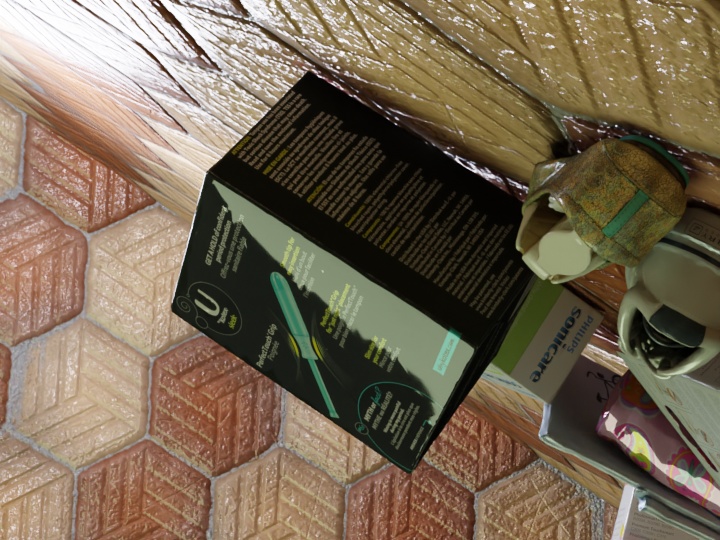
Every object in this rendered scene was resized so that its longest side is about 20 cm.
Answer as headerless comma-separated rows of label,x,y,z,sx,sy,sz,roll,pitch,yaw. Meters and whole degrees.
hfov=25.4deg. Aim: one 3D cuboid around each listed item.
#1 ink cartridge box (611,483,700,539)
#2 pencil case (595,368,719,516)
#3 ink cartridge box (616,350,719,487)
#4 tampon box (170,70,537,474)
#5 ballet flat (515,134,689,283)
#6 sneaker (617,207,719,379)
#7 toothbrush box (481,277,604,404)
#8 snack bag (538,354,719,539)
ink cartridge box,0.332,0.293,1.691,0.125,0.201,0.129,15,172,6
pencil case,0.276,0.139,1.187,0.200,0.088,0.087,31,174,12
ink cartridge box,0.262,0.112,1.038,0.163,0.057,0.200,52,179,-12
tampon box,0.000,0.000,1.043,0.200,0.126,0.150,33,140,9
ballet flat,0.111,-0.024,0.811,0.071,0.071,0.200,33,175,-1
sneaker,0.165,0.020,0.858,0.073,0.071,0.200,32,174,13
toothbrush box,0.066,0.008,1.238,0.200,0.086,0.146,34,175,-17
snack bag,0.227,0.139,1.269,0.199,0.021,0.189,27,-157,-4
